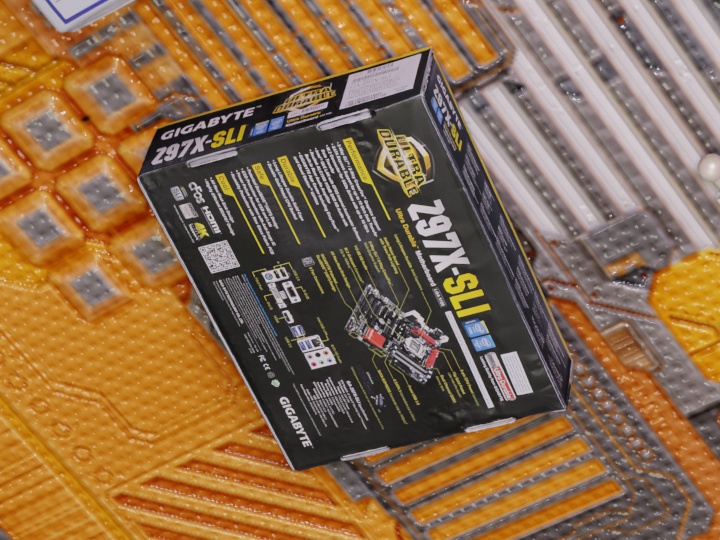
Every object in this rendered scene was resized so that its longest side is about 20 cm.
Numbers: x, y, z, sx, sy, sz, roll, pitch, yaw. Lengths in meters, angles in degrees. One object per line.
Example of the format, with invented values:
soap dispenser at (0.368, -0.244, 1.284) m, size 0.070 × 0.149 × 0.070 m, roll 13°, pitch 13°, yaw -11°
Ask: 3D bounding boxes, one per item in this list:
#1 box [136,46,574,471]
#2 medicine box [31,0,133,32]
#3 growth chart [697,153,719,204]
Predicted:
box at (0.000, 0.000, 1.258) m, size 0.159 × 0.049 × 0.201 m, roll -16°, pitch 121°, yaw 20°
medicine box at (-0.123, -0.236, 1.028) m, size 0.102 × 0.183 × 0.200 m, roll -24°, pitch 117°, yaw 28°
growth chart at (0.274, -0.043, 1.182) m, size 0.199 × 0.018 × 0.145 m, roll -23°, pitch 117°, yaw 27°
